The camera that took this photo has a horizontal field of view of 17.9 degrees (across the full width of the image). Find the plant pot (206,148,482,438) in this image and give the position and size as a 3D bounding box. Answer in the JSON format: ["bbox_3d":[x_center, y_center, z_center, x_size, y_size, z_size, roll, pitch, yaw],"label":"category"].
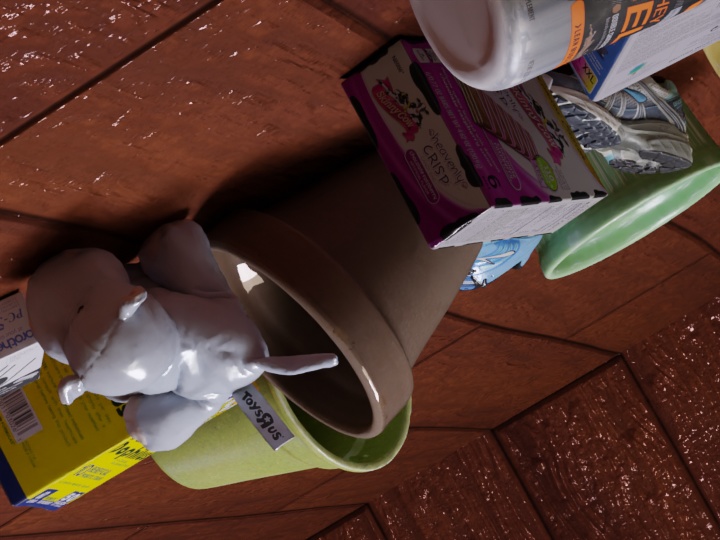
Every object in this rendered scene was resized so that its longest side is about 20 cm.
[{"bbox_3d":[0.000,0.000,1.744,0.175,0.200,0.200,-43,174,-20],"label":"plant pot"}]

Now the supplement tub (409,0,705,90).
[{"bbox_3d":[0.134,-0.194,1.343,0.200,0.123,0.123,-25,168,-21],"label":"supplement tub"}]

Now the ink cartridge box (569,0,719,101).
[{"bbox_3d":[0.223,-0.210,1.597,0.136,0.076,0.200,-27,170,-14],"label":"ink cartridge box"}]

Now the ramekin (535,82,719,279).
[{"bbox_3d":[0.230,-0.085,2.077,0.200,0.098,0.200,-30,170,-6],"label":"ramekin"}]

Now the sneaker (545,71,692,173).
[{"bbox_3d":[0.192,-0.139,1.860,0.078,0.087,0.200,-13,159,41],"label":"sneaker"}]

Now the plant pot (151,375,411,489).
[{"bbox_3d":[-0.088,0.102,1.972,0.184,0.201,0.200,-22,174,33],"label":"plant pot"}]

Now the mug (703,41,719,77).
[{"bbox_3d":[0.356,-0.216,1.814,0.153,0.150,0.187,-35,-150,-14],"label":"mug"}]

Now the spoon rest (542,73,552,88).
[{"bbox_3d":[0.099,-0.091,1.809,0.200,0.099,0.061,117,-8,-63],"label":"spoon rest"}]

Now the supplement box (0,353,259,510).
[{"bbox_3d":[-0.199,0.095,1.806,0.200,0.110,0.109,-31,168,5],"label":"supplement box"}]

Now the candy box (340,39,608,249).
[{"bbox_3d":[0.085,-0.092,1.623,0.061,0.137,0.200,-34,168,26],"label":"candy box"}]

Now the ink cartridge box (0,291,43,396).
[{"bbox_3d":[-0.326,0.088,1.636,0.200,0.044,0.094,-25,166,-18],"label":"ink cartridge box"}]

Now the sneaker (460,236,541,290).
[{"bbox_3d":[0.096,-0.017,1.944,0.200,0.078,0.090,-11,124,-50],"label":"sneaker"}]

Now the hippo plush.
[{"bbox_3d":[-0.160,0.062,1.613,0.161,0.200,0.159,0,128,-52],"label":"hippo plush"}]
